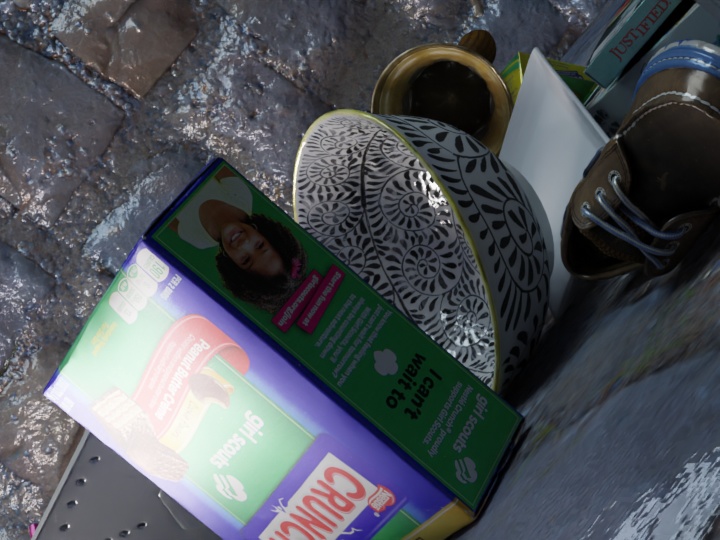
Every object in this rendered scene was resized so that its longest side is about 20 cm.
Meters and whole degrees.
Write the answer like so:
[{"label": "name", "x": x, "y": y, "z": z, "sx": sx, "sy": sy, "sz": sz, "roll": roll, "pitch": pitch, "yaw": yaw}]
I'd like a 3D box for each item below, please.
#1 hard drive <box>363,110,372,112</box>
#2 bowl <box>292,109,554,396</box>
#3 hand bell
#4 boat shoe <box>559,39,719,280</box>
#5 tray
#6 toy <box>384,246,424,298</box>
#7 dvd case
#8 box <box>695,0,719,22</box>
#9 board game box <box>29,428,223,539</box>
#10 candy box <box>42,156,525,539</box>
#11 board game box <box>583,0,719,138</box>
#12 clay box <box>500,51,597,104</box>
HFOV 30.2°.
[{"label": "hard drive", "x": 0.066, "y": -0.063, "z": 1.089, "sx": 0.140, "sy": 0.198, "sz": 0.038, "roll": 133, "pitch": 138, "yaw": -52}, {"label": "bowl", "x": 0.051, "y": -0.011, "z": 0.781, "sx": 0.094, "sy": 0.202, "sz": 0.201, "roll": -23, "pitch": -11, "yaw": -26}, {"label": "hand bell", "x": 0.080, "y": -0.149, "z": 1.025, "sx": 0.104, "sy": 0.104, "sz": 0.200, "roll": -49, "pitch": 5, "yaw": 27}, {"label": "boat shoe", "x": 0.136, "y": -0.035, "z": 0.601, "sx": 0.073, "sy": 0.072, "sz": 0.200, "roll": -55, "pitch": -7, "yaw": -12}, {"label": "tray", "x": 0.124, "y": -0.060, "z": 0.837, "sx": 0.200, "sy": 0.022, "sz": 0.108, "roll": -104, "pitch": 26, "yaw": -63}, {"label": "toy", "x": 0.000, "y": 0.000, "z": 0.955, "sx": 0.115, "sy": 0.047, "sz": 0.200, "roll": -52, "pitch": 1, "yaw": -7}, {"label": "dvd case", "x": 0.207, "y": -0.198, "z": 0.840, "sx": 0.146, "sy": 0.022, "sz": 0.200, "roll": -51, "pitch": -1, "yaw": 28}, {"label": "box", "x": 0.201, "y": -0.222, "z": 0.583, "sx": 0.172, "sy": 0.199, "sz": 0.200, "roll": -50, "pitch": 0, "yaw": -5}, {"label": "board game box", "x": -0.099, "y": 0.134, "z": 0.857, "sx": 0.201, "sy": 0.198, "sz": 0.026, "roll": -59, "pitch": 39, "yaw": 29}, {"label": "candy box", "x": -0.044, "y": 0.068, "z": 0.678, "sx": 0.169, "sy": 0.199, "sz": 0.077, "roll": -47, "pitch": 6, "yaw": 49}, {"label": "board game box", "x": 0.220, "y": -0.149, "z": 0.835, "sx": 0.148, "sy": 0.064, "sz": 0.200, "roll": -52, "pitch": 2, "yaw": -26}, {"label": "clay box", "x": 0.145, "y": -0.111, "z": 1.099, "sx": 0.200, "sy": 0.114, "sz": 0.048, "roll": 131, "pitch": 140, "yaw": -52}]
